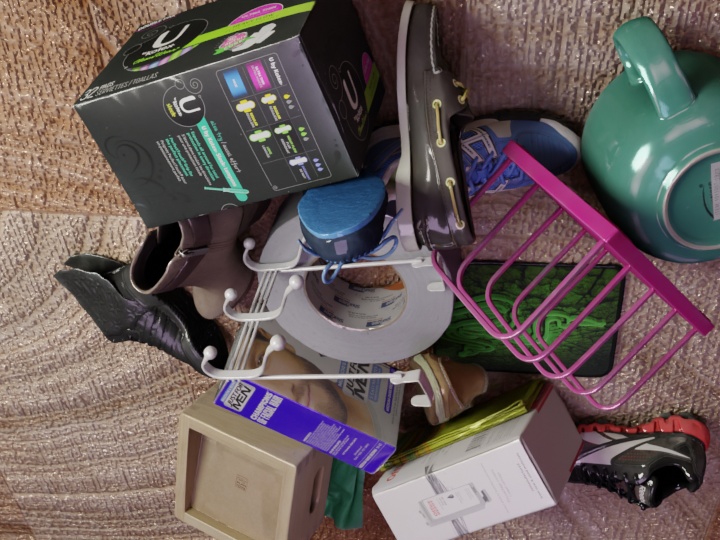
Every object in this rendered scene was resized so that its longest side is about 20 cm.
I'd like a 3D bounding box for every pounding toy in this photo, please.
[{"bbox_3d":[-0.130,0.241,1.052,0.182,0.142,0.202,20,120,20],"label":"pounding toy"}]

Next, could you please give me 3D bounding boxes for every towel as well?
[{"bbox_3d":[0.111,0.172,0.988,0.199,0.086,0.018,-29,93,28],"label":"towel"}]

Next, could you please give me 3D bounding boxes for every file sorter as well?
[{"bbox_3d":[0.174,0.016,0.736,0.126,0.139,0.199,-48,134,11],"label":"file sorter"}]

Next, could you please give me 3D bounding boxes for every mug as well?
[{"bbox_3d":[0.250,-0.089,0.688,0.183,0.115,0.153,23,119,-17],"label":"mug"}]

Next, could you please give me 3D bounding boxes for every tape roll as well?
[{"bbox_3d":[0.000,0.000,0.867,0.197,0.067,0.202,7,131,8],"label":"tape roll"}]

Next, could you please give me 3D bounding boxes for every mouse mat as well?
[{"bbox_3d":[0.173,0.054,0.923,0.197,0.008,0.162,2,131,11],"label":"mouse mat"}]

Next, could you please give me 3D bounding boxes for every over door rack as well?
[{"bbox_3d":[-0.027,0.031,0.761,0.197,0.149,0.067,5,136,10],"label":"over door rack"}]

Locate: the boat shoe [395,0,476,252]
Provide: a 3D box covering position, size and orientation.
[{"bbox_3d":[0.062,-0.117,0.698,0.060,0.072,0.204,-2,86,14],"label":"boat shoe"}]

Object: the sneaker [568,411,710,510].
[{"bbox_3d":[0.294,0.221,0.982,0.198,0.099,0.071,-10,130,21],"label":"sneaker"}]

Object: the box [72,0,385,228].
[{"bbox_3d":[-0.098,-0.142,0.711,0.198,0.149,0.125,-12,125,20],"label":"box"}]

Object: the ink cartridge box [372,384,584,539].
[{"bbox_3d":[0.132,0.220,0.971,0.199,0.146,0.083,-29,92,30],"label":"ink cartridge box"}]

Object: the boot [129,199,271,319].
[{"bbox_3d":[-0.161,-0.009,0.836,0.070,0.146,0.201,36,123,16],"label":"boot"}]

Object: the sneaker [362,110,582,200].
[{"bbox_3d":[0.096,-0.089,0.767,0.197,0.077,0.076,-6,128,11],"label":"sneaker"}]

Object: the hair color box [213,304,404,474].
[{"bbox_3d":[-0.051,0.130,0.964,0.198,0.110,0.065,25,130,-11],"label":"hair color box"}]

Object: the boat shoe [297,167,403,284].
[{"bbox_3d":[-0.006,-0.038,0.687,0.083,0.200,0.069,-11,109,4],"label":"boat shoe"}]

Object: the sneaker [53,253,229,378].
[{"bbox_3d":[-0.241,0.054,0.972,0.103,0.060,0.201,-23,117,26],"label":"sneaker"}]

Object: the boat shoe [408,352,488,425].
[{"bbox_3d":[0.097,0.118,0.915,0.075,0.073,0.200,-18,168,3],"label":"boat shoe"}]

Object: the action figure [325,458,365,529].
[{"bbox_3d":[-0.030,0.230,1.083,0.117,0.055,0.202,15,125,0],"label":"action figure"}]
